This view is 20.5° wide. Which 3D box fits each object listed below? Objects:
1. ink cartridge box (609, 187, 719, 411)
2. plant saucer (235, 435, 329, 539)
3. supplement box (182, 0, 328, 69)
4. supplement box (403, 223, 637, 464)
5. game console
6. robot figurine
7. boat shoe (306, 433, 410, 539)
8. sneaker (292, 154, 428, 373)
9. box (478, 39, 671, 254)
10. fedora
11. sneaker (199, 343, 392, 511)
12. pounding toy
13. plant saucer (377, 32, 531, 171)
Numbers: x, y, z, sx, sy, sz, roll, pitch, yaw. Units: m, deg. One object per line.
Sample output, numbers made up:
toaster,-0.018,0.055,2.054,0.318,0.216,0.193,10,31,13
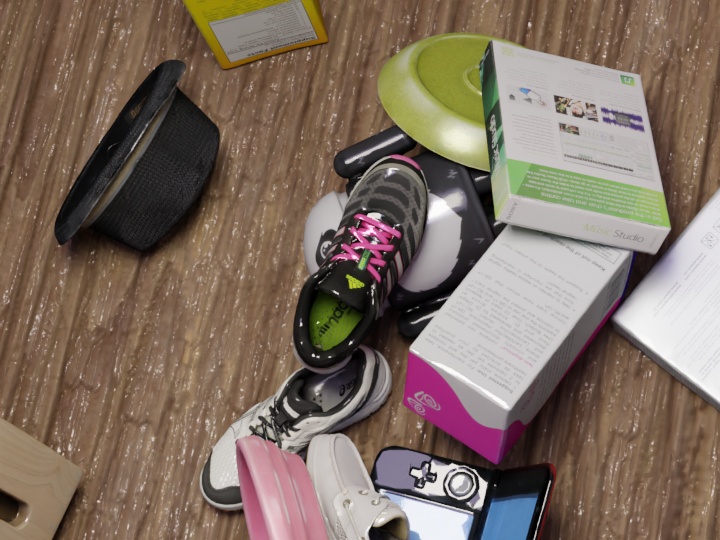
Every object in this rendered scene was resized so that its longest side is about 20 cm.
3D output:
ink cartridge box,0.353,0.032,1.713,0.200,0.043,0.196,40,83,18
plant saucer,-0.057,0.231,1.640,0.051,0.201,0.201,-13,68,-10
supplement box,-0.108,-0.283,1.823,0.109,0.200,0.110,-14,70,5
supplement box,0.133,0.045,1.656,0.103,0.101,0.200,31,61,15
game console,0.061,0.245,1.652,0.172,0.119,0.200,13,74,14
robot figurine,0.048,-0.035,1.748,0.200,0.125,0.150,-22,58,2
boat shoe,0.011,0.216,1.654,0.069,0.071,0.200,-35,56,27
sneaker,0.000,0.000,1.649,0.074,0.087,0.200,27,98,-1
box,0.178,-0.106,1.680,0.144,0.036,0.200,12,42,-13
fedora,-0.192,-0.090,1.815,0.092,0.201,0.201,33,78,-14
sneaker,-0.065,0.128,1.733,0.200,0.088,0.076,-40,71,-3
pounding toy,-0.344,0.201,1.723,0.184,0.200,0.142,17,74,30
plant saucer,0.115,-0.156,1.765,0.200,0.031,0.200,11,38,-9
